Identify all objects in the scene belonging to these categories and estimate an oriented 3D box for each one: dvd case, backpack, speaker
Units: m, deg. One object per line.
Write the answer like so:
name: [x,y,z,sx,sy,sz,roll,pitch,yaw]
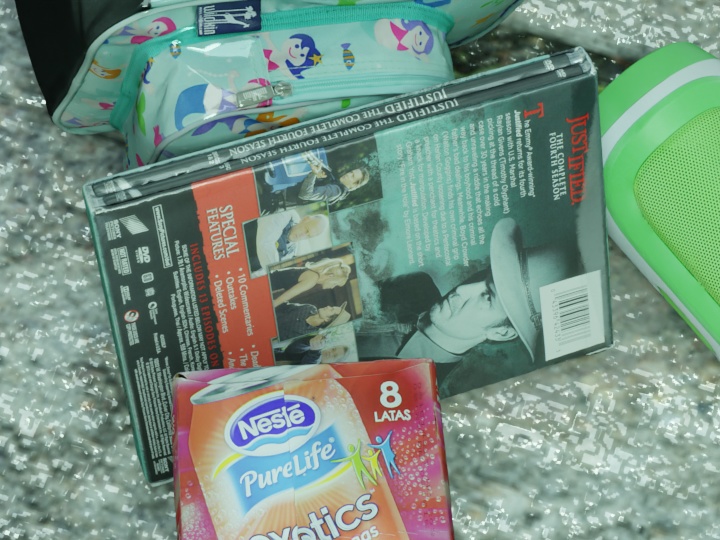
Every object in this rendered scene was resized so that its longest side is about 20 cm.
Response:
dvd case: [0.000,0.000,1.171,0.199,0.146,0.022,-16,42,-8]
backpack: [-0.027,-0.113,1.214,0.199,0.178,0.151,-17,83,-16]
speaker: [0.172,0.003,1.211,0.088,0.089,0.200,-34,69,-16]

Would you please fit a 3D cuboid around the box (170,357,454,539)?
box: [-0.015,0.117,1.087,0.095,0.200,0.100,-4,64,-2]
